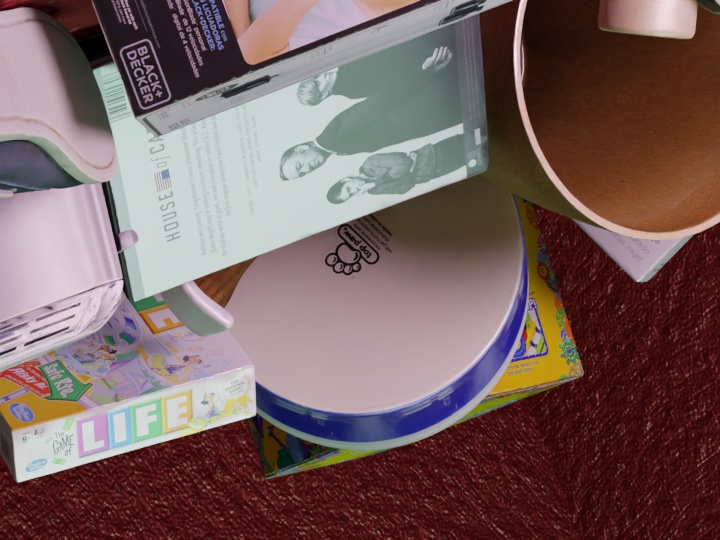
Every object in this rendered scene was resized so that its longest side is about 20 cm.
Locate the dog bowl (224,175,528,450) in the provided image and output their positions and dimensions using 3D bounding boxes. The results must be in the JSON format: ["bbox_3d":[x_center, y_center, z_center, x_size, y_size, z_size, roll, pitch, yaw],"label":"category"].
[{"bbox_3d":[0.000,0.000,1.468,0.199,0.201,0.079,-21,161,-3],"label":"dog bowl"}]

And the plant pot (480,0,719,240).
[{"bbox_3d":[0.104,-0.114,1.352,0.186,0.188,0.200,-21,-166,-29],"label":"plant pot"}]

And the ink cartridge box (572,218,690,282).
[{"bbox_3d":[0.191,-0.115,1.506,0.200,0.146,0.083,-46,173,9],"label":"ink cartridge box"}]

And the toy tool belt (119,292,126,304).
[{"bbox_3d":[-0.155,-0.046,1.307,0.122,0.126,0.200,8,-164,26],"label":"toy tool belt"}]

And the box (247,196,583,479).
[{"bbox_3d":[0.013,0.013,1.633,0.122,0.194,0.199,-9,170,-44],"label":"box"}]

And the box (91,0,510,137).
[{"bbox_3d":[-0.007,-0.120,1.021,0.199,0.060,0.117,-21,180,0],"label":"box"}]

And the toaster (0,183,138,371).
[{"bbox_3d":[-0.199,-0.009,1.095,0.199,0.130,0.114,-21,179,-22],"label":"toaster"}]

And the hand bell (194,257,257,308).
[{"bbox_3d":[-0.058,-0.023,1.406,0.200,0.104,0.104,-46,178,3],"label":"hand bell"}]

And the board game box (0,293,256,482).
[{"bbox_3d":[-0.156,0.030,1.341,0.134,0.034,0.200,-15,-145,-22],"label":"board game box"}]

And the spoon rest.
[{"bbox_3d":[-0.054,-0.066,1.284,0.099,0.060,0.201,-18,-137,61],"label":"spoon rest"}]

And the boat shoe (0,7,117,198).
[{"bbox_3d":[-0.149,-0.058,0.966,0.062,0.075,0.200,-22,178,12],"label":"boat shoe"}]

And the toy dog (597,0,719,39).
[{"bbox_3d":[0.215,-0.157,1.240,0.199,0.133,0.096,-20,-157,-27],"label":"toy dog"}]

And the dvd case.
[{"bbox_3d":[-0.033,-0.077,1.195,0.199,0.151,0.025,-20,-136,-15],"label":"dvd case"}]
